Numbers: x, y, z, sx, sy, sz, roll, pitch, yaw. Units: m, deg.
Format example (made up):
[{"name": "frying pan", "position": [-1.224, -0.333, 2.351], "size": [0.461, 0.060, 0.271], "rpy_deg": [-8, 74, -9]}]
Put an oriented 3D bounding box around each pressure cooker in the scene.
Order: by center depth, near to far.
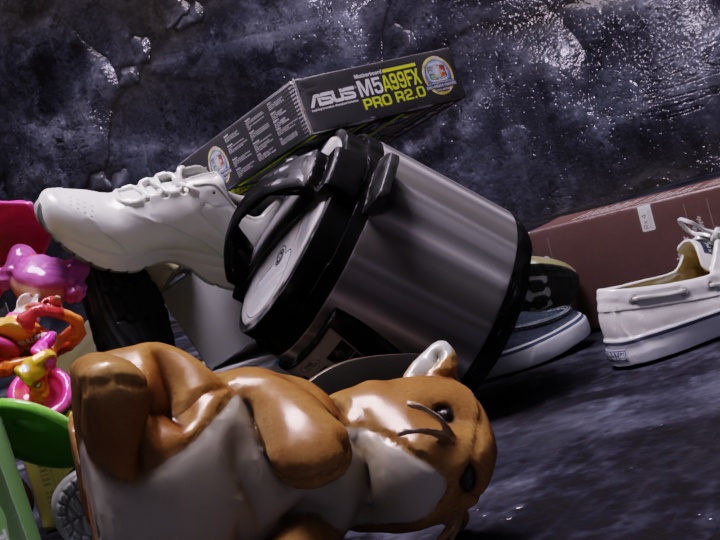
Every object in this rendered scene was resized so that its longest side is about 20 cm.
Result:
[{"name": "pressure cooker", "position": [0.000, -0.002, 0.891], "size": [0.177, 0.199, 0.179], "rpy_deg": [-60, 15, 9]}]

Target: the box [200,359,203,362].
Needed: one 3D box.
[{"name": "box", "position": [-0.187, 0.133, 1.320], "size": [0.159, 0.050, 0.200], "rpy_deg": [-16, 2, -22]}]

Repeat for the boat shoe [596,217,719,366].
[{"name": "boat shoe", "position": [0.260, 0.000, 0.912], "size": [0.201, 0.087, 0.075], "rpy_deg": [-18, 3, -15]}]

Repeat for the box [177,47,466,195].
[{"name": "box", "position": [-0.035, -0.112, 1.000], "size": [0.160, 0.045, 0.200], "rpy_deg": [-18, -4, -36]}]

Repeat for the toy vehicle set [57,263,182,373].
[{"name": "toy vehicle set", "position": [-0.215, 0.047, 1.059], "size": [0.200, 0.026, 0.124], "rpy_deg": [-47, 5, 16]}]

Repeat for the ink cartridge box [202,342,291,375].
[{"name": "ink cartridge box", "position": [-0.090, 0.107, 1.068], "size": [0.115, 0.067, 0.200], "rpy_deg": [-19, 4, -20]}]

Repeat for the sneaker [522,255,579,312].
[{"name": "sneaker", "position": [0.092, 0.004, 1.086], "size": [0.198, 0.077, 0.089], "rpy_deg": [-4, 39, 10]}]

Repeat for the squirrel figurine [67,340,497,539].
[{"name": "squirrel figurine", "position": [-0.037, 0.088, 0.586], "size": [0.185, 0.143, 0.200], "rpy_deg": [-11, 4, -18]}]

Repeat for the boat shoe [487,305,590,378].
[{"name": "boat shoe", "position": [0.088, 0.044, 1.018], "size": [0.199, 0.092, 0.071], "rpy_deg": [-17, 3, -5]}]

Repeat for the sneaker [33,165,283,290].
[{"name": "sneaker", "position": [-0.149, -0.044, 0.941], "size": [0.199, 0.087, 0.075], "rpy_deg": [7, 31, -33]}]

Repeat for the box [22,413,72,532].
[{"name": "box", "position": [-0.230, 0.151, 1.017], "size": [0.050, 0.076, 0.200], "rpy_deg": [-16, 2, -3]}]

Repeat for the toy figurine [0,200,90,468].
[{"name": "toy figurine", "position": [-0.260, 0.031, 0.890], "size": [0.198, 0.185, 0.151], "rpy_deg": [9, -36, 7]}]

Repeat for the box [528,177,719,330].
[{"name": "box", "position": [0.254, -0.014, 1.059], "size": [0.199, 0.101, 0.075], "rpy_deg": [-15, 4, 38]}]

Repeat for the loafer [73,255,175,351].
[{"name": "loafer", "position": [-0.175, 0.072, 0.953], "size": [0.070, 0.202, 0.068], "rpy_deg": [-30, -6, 33]}]

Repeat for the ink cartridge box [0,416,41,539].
[{"name": "ink cartridge box", "position": [-0.271, 0.159, 0.813], "size": [0.199, 0.105, 0.059], "rpy_deg": [-15, 4, 34]}]

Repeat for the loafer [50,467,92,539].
[{"name": "loafer", "position": [-0.121, 0.125, 0.855], "size": [0.199, 0.076, 0.070], "rpy_deg": [-18, 8, -21]}]

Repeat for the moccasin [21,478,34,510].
[{"name": "moccasin", "position": [-0.323, 0.188, 0.945], "size": [0.201, 0.074, 0.078], "rpy_deg": [-24, 7, 32]}]

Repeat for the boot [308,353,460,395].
[{"name": "boot", "position": [-0.030, 0.106, 0.807], "size": [0.199, 0.074, 0.075], "rpy_deg": [-21, -2, -13]}]

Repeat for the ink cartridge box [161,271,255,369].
[{"name": "ink cartridge box", "position": [-0.055, -0.010, 1.081], "size": [0.199, 0.084, 0.145], "rpy_deg": [-33, 0, 17]}]
